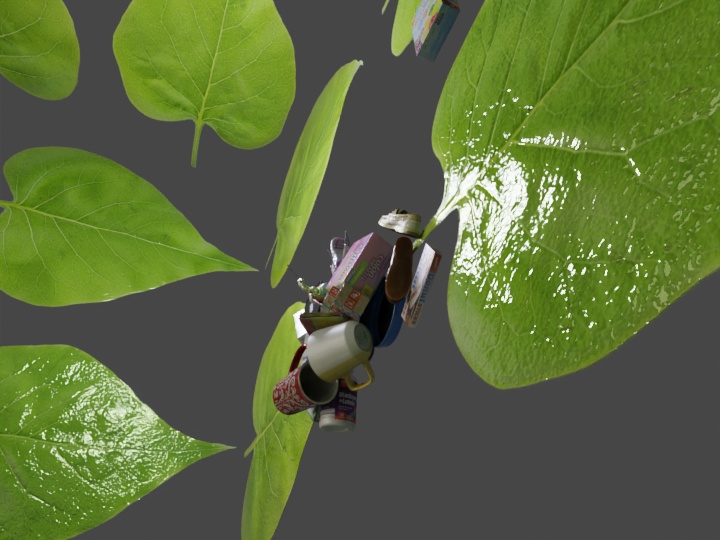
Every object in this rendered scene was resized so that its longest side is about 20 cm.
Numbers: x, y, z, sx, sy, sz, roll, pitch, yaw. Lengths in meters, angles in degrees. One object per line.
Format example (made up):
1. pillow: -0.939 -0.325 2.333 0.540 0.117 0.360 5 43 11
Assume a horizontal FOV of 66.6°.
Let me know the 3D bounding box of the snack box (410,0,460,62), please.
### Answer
1. snack box: 0.220 -0.761 1.648 0.170 0.066 0.203 121 156 -44

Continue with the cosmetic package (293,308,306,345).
1. cosmetic package: -0.156 0.252 1.897 0.051 0.202 0.151 -31 29 1

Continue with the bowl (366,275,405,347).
1. bowl: 0.071 0.117 1.539 0.200 0.038 0.206 -167 89 -72

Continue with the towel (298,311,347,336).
1. towel: -0.092 0.173 1.618 0.201 0.140 0.023 68 -157 -57

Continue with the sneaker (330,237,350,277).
1. sneaker: -0.078 -0.034 2.028 0.089 0.078 0.203 111 160 -44

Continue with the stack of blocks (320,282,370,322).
1. stack of blocks: -0.048 0.101 1.579 0.059 0.114 0.200 -58 -1 -20

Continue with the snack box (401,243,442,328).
1. snack box: 0.152 0.039 1.377 0.072 0.024 0.204 -123 48 -67

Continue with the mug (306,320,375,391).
1. mug: -0.035 0.224 1.536 0.151 0.186 0.152 -28 38 31

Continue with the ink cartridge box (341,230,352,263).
1. ink cartridge box: -0.038 -0.011 1.835 0.198 0.046 0.205 72 -153 -81

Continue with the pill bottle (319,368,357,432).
1. pill bottle: -0.063 0.374 1.649 0.111 0.109 0.205 134 144 -56

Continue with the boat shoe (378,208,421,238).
1. boat shoe: 0.116 -0.138 1.543 0.199 0.073 0.068 26 99 61

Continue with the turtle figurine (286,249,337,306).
1. turtle figurine: -0.136 0.035 1.879 0.144 0.200 0.194 -42 -9 -16

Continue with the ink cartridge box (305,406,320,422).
1. ink cartridge box: -0.125 0.443 1.794 0.199 0.102 0.061 -168 93 -72

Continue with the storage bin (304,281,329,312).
1. storage bin: -0.144 0.149 2.065 0.201 0.092 0.138 128 149 -49

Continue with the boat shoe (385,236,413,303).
1. boat shoe: 0.105 0.008 1.460 0.071 0.069 0.203 102 -176 -54

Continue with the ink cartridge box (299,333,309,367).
1. ink cartridge box: -0.116 0.297 1.778 0.082 0.144 0.205 -1 75 44

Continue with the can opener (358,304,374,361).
1. can opener: 0.017 0.178 1.640 0.053 0.065 0.204 128 156 -60

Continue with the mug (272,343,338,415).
1. mug: -0.164 0.332 1.621 0.199 0.132 0.180 -37 27 47

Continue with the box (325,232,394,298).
1. box: 0.000 0.000 1.638 0.178 0.096 0.199 -58 12 -15
